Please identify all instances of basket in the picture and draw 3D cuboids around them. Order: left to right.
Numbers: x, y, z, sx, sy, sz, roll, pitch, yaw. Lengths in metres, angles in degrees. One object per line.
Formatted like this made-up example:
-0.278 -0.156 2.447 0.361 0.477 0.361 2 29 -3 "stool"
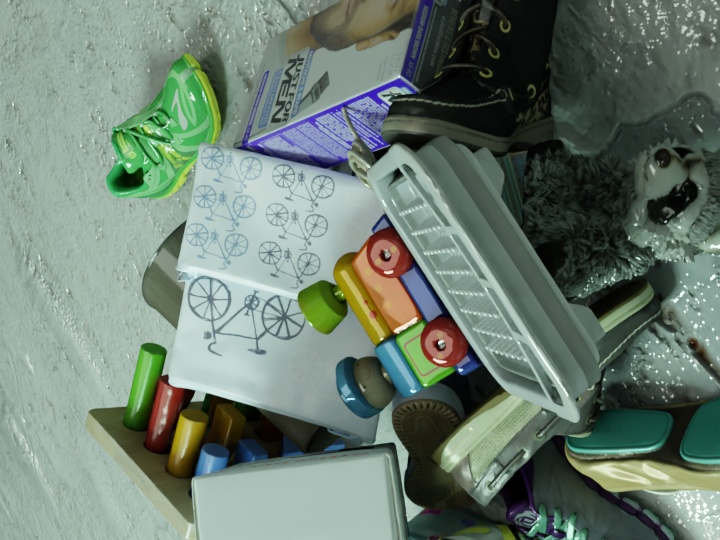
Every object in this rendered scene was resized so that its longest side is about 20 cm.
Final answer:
-0.074 0.053 1.038 0.136 0.180 0.200 -47 72 6 "basket"

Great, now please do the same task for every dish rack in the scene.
0.072 -0.003 0.675 0.173 0.043 0.200 56 174 -3 "dish rack"

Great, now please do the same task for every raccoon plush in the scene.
0.175 -0.027 0.750 0.132 0.200 0.098 0 79 12 "raccoon plush"

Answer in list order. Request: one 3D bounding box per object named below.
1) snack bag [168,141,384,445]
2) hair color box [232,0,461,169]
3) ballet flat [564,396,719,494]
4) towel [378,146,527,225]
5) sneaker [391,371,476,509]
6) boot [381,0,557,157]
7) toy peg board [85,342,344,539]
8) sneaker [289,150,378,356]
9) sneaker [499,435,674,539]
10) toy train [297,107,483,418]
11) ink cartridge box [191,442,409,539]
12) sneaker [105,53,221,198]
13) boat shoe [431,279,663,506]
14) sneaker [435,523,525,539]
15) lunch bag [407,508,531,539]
-0.057 0.018 0.900 0.186 0.021 0.203 15 98 13 "snack bag"
-0.005 -0.145 0.875 0.199 0.065 0.111 -14 53 47 "hair color box"
0.226 0.121 0.784 0.063 0.069 0.199 49 150 -21 "ballet flat"
0.065 -0.098 0.900 0.199 0.022 0.149 -8 100 50 "towel"
0.063 0.113 0.960 0.201 0.069 0.110 75 -168 -53 "sneaker"
0.077 -0.149 0.721 0.072 0.199 0.153 11 103 29 "boot"
-0.118 0.143 1.090 0.199 0.198 0.099 33 114 44 "toy peg board"
-0.002 -0.014 0.943 0.078 0.078 0.203 -129 53 -80 "sneaker"
0.156 0.193 0.865 0.200 0.087 0.075 45 136 28 "sneaker"
0.000 0.000 0.836 0.115 0.085 0.201 -33 87 24 "toy train"
-0.039 0.184 0.894 0.200 0.143 0.085 65 -162 -83 "ink cartridge box"
-0.197 -0.129 1.151 0.074 0.083 0.200 56 139 17 "sneaker"
0.139 0.088 0.820 0.201 0.072 0.066 -43 87 18 "boat shoe"
0.063 0.256 0.912 0.200 0.076 0.076 -47 63 51 "sneaker"
0.093 0.309 1.001 0.159 0.077 0.203 15 117 47 "lunch bag"
